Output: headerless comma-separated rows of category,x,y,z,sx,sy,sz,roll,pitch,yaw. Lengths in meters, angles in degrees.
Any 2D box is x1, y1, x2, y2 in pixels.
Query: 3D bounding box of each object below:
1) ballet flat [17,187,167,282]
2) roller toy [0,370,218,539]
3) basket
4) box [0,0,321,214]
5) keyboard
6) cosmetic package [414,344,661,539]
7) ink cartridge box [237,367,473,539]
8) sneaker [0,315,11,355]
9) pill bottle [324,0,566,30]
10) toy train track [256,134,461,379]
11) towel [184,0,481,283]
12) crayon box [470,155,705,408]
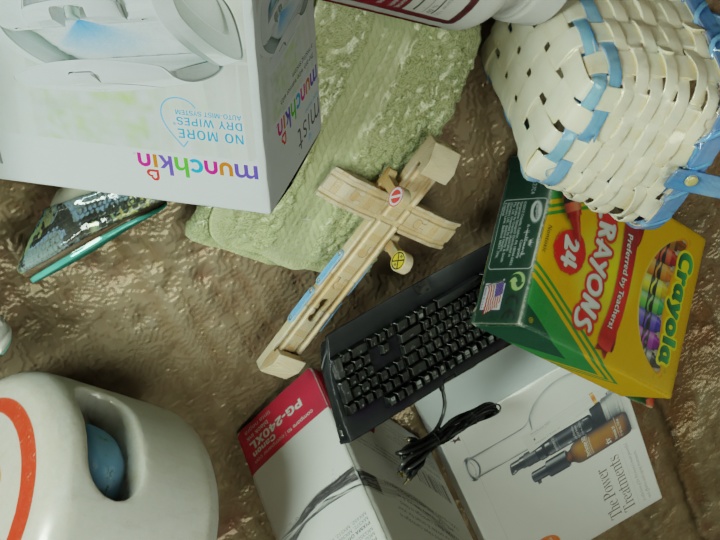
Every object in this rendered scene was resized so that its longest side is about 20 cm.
ballet flat,-0.128,-0.063,0.932,0.200,0.074,0.074,-26,131,7
roller toy,-0.194,0.162,0.978,0.140,0.200,0.183,22,77,-36
basket,0.186,-0.116,0.988,0.199,0.177,0.139,5,136,-21
box,-0.130,-0.136,0.799,0.199,0.097,0.177,8,127,14
keyboard,0.056,0.067,1.069,0.200,0.021,0.127,-28,113,-38
cosmetic package,0.143,0.142,1.218,0.150,0.052,0.200,-28,130,-3
ink cartridge box,0.011,0.185,1.077,0.083,0.200,0.145,-41,130,13
sneaker,-0.307,0.016,0.904,0.199,0.078,0.092,-8,110,-26
pill bottle,0.025,-0.200,0.881,0.199,0.113,0.113,8,118,-31
toy train track,0.000,0.000,1.018,0.115,0.033,0.200,22,116,-38
towel,-0.014,-0.086,0.990,0.148,0.037,0.200,11,116,-33
crayon box,0.176,0.011,1.105,0.200,0.051,0.127,25,73,-38
